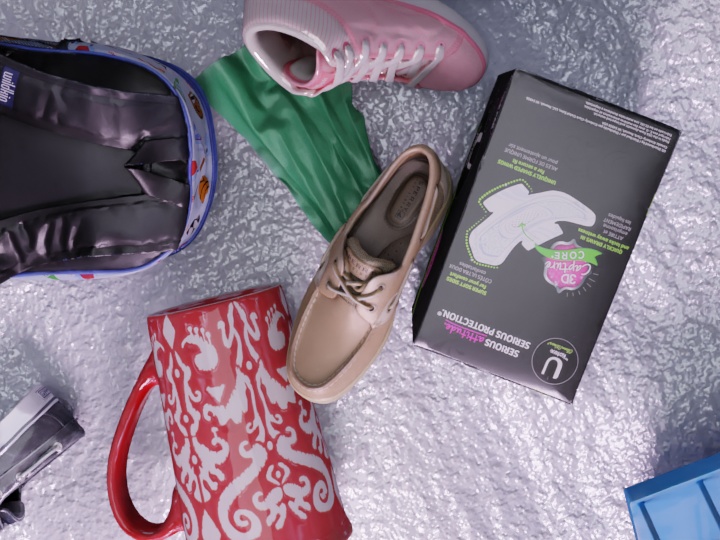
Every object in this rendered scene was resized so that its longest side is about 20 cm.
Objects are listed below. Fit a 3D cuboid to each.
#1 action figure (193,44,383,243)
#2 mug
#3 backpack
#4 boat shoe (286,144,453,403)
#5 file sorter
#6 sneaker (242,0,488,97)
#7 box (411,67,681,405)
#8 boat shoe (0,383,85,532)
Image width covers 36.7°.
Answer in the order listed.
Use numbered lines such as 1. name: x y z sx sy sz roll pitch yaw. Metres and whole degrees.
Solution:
1. action figure: -0.030 -0.092 0.842 0.117 0.055 0.201 -33 91 4
2. mug: -0.110 0.125 0.833 0.175 0.133 0.203 -13 94 -17
3. backpack: -0.201 -0.080 0.803 0.188 0.154 0.203 6 106 12
4. boat shoe: 0.000 0.000 0.783 0.071 0.065 0.202 26 86 13
5. file sorter: 0.316 0.206 0.804 0.198 0.124 0.139 -21 141 5
6. sneaker: 0.001 -0.157 0.786 0.199 0.075 0.106 24 56 -21
7. box: 0.126 -0.030 0.796 0.123 0.149 0.202 21 98 -1
8. boat shoe: -0.306 0.186 0.888 0.068 0.072 0.200 44 90 -2
